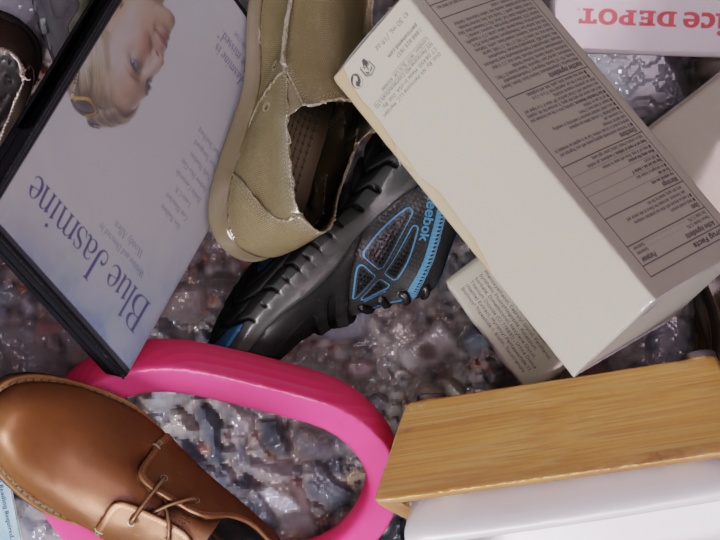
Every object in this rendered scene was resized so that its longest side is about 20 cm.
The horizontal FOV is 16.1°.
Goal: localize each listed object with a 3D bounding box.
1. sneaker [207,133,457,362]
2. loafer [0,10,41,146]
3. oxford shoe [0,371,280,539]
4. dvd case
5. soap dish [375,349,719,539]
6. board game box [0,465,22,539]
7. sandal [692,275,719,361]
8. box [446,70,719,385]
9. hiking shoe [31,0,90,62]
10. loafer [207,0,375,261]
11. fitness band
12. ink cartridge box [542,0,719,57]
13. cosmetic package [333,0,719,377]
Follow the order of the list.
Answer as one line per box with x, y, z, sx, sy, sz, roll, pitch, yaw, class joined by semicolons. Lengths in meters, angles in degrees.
0.000;0.000;1.381;0.200;0.073;0.082;-45;108;0;sneaker
-0.233;-0.047;1.330;0.073;0.071;0.200;27;92;-13;loafer
-0.107;0.114;1.299;0.200;0.071;0.071;34;82;-25;oxford shoe
-0.114;-0.066;1.302;0.200;0.018;0.143;-62;140;-23;dvd case
0.123;0.104;1.352;0.200;0.157;0.081;-9;74;17;soap dish
-0.284;0.107;1.324;0.200;0.105;0.103;-12;100;-8;board game box
0.214;0.032;1.441;0.082;0.055;0.200;-15;85;-14;sandal
0.149;-0.022;1.385;0.200;0.068;0.082;-36;84;5;box
-0.124;-0.150;1.335;0.101;0.076;0.200;-22;100;-4;hiking shoe
-0.021;-0.099;1.345;0.076;0.067;0.200;17;83;-50;loafer
-0.077;0.109;1.369;0.200;0.037;0.144;14;122;-13;fitness band
0.165;-0.215;1.378;0.144;0.084;0.200;1;98;-11;ink cartridge box
0.092;-0.055;1.301;0.200;0.103;0.073;53;128;11;cosmetic package
